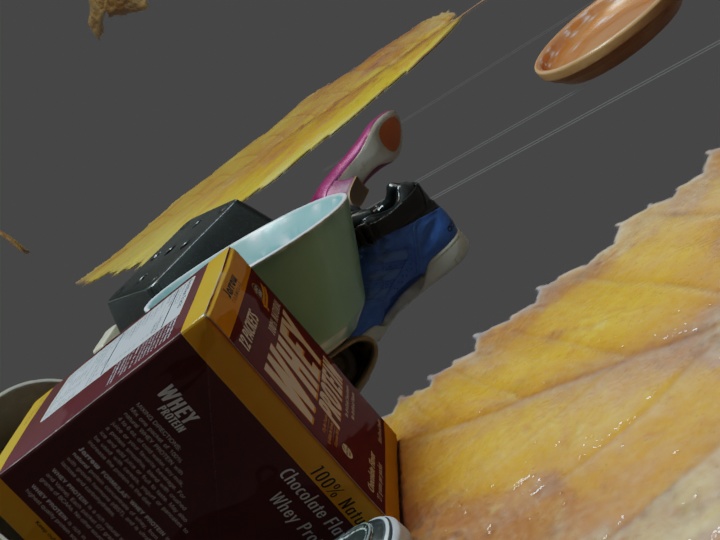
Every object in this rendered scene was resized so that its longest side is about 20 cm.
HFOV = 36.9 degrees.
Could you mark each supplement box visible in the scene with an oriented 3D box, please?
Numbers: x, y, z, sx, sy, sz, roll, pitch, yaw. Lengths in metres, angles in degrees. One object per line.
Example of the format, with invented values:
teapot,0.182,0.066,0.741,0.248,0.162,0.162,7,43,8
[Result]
supplement box,-0.108,0.134,0.752,0.199,0.198,0.133,-37,15,12

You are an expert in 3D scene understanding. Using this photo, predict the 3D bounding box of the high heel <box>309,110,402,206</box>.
high heel,-0.008,-0.152,1.547,0.095,0.067,0.201,-11,45,42

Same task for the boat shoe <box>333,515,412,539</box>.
boat shoe,-0.057,0.213,0.654,0.199,0.068,0.074,-41,16,-2

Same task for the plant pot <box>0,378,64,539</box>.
plant pot,-0.330,0.239,1.080,0.200,0.187,0.188,-45,9,42

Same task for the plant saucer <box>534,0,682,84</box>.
plant saucer,0.291,-0.278,1.235,0.199,0.038,0.200,-37,16,12

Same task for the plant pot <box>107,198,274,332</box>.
plant pot,-0.139,0.043,1.114,0.200,0.178,0.199,-47,17,-27

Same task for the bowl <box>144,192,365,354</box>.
bowl,-0.075,0.027,0.932,0.199,0.106,0.201,-28,12,6

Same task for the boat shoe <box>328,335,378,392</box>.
boat shoe,-0.056,0.123,0.903,0.200,0.072,0.065,-45,14,-35

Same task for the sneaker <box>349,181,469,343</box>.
sneaker,0.000,0.000,1.024,0.200,0.111,0.077,-42,15,-3

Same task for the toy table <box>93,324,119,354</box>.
toy table,-0.288,0.155,1.276,0.183,0.117,0.200,-37,17,14
